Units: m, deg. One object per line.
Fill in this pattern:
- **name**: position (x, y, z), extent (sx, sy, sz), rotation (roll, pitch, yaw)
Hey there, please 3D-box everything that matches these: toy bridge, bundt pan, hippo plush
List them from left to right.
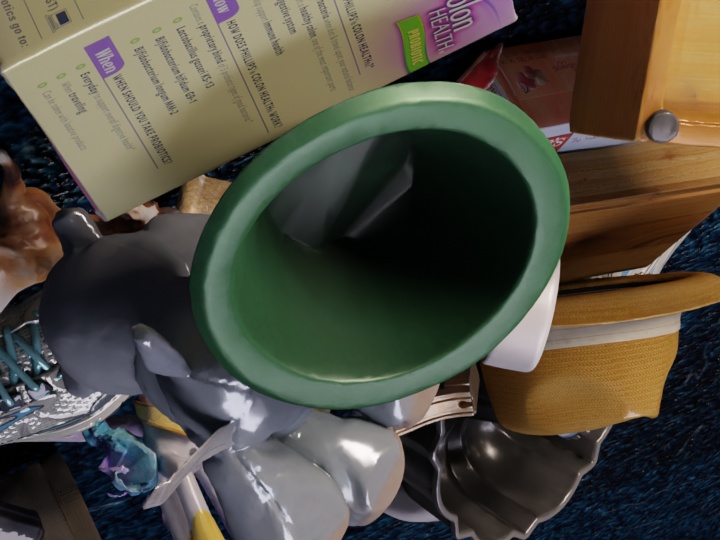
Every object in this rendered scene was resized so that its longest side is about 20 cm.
- **hippo plush**: position (-0.076, 0.051, 1.176), extent (0.200, 0.161, 0.159), rotation (-23, 119, -42)
- **toy bridge**: position (-0.030, 0.085, 1.509), extent (0.200, 0.067, 0.027), rotation (-4, 129, 10)
- **bundt pan**: position (0.086, 0.076, 1.628), extent (0.202, 0.076, 0.202), rotation (-26, 126, -42)

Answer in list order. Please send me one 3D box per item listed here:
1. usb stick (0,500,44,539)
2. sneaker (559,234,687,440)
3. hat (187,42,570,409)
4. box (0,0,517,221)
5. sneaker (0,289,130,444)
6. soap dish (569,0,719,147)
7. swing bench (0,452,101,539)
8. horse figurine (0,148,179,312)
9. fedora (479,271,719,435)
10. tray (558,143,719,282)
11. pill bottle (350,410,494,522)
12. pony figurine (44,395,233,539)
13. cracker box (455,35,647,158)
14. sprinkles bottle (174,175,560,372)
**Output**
- **usb stick**: position (-0.267, 0.132, 1.379), extent (0.200, 0.033, 0.055), rotation (21, 127, -34)
- **sneaker**: position (0.152, 0.010, 1.569), extent (0.072, 0.072, 0.200), rotation (16, 103, -21)
- **hat**: position (-0.013, -0.053, 1.095), extent (0.166, 0.176, 0.200), rotation (-38, 136, 8)
- **box**: position (-0.051, -0.128, 0.995), extent (0.200, 0.097, 0.176), rotation (-26, 161, 0)
- **sneaker**: position (-0.197, 0.063, 1.293), extent (0.200, 0.078, 0.086), rotation (-26, 175, 6)
- **soap dish**: position (0.209, -0.127, 1.179), extent (0.200, 0.081, 0.157), rotation (3, 113, -11)
- **swing bench**: position (-0.258, 0.218, 1.587), extent (0.199, 0.130, 0.200), rotation (-22, 155, -11)
- **horse figurine**: position (-0.200, 0.006, 1.219), extent (0.200, 0.050, 0.133), rotation (-37, 157, 12)
- **fedora**: position (0.127, 0.049, 1.445), extent (0.201, 0.082, 0.201), rotation (-7, -178, 0)
- **tray**: position (0.123, -0.028, 1.400), extent (0.200, 0.037, 0.099), rotation (-11, 156, -45)
- **pill bottle**: position (0.087, 0.123, 1.805), extent (0.112, 0.112, 0.200), rotation (-36, 159, 26)
- **pony figurine**: position (-0.107, 0.092, 1.407), extent (0.167, 0.200, 0.193), rotation (-28, 178, -16)
- **cracker box**: position (0.078, -0.056, 1.412), extent (0.134, 0.058, 0.200), rotation (-12, 157, -40)
- **sprinkles bottle**: position (0.000, 0.000, 1.290), extent (0.200, 0.068, 0.068), rotation (12, 154, -3)
